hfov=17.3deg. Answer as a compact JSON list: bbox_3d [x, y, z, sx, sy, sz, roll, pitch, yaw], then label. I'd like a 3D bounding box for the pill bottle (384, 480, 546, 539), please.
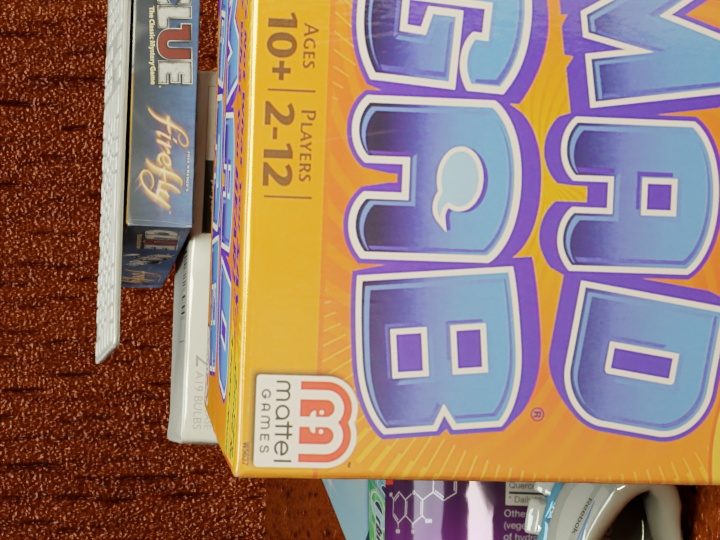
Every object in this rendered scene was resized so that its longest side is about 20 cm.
[{"bbox_3d":[0.065,0.118,1.052,0.112,0.112,0.202,133,138,-80],"label":"pill bottle"}]

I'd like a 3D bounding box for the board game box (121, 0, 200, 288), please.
[{"bbox_3d":[-0.113,-0.072,1.276,0.200,0.034,0.137,137,135,-77],"label":"board game box"}]

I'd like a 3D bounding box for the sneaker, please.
[{"bbox_3d":[0.098,0.169,0.947,0.087,0.074,0.202,162,109,-77],"label":"sneaker"}]

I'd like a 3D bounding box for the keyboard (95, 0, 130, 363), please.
[{"bbox_3d":[-0.125,-0.056,1.199,0.056,0.011,0.202,130,142,-75],"label":"keyboard"}]

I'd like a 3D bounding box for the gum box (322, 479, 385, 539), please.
[{"bbox_3d":[0.004,0.082,1.458,0.170,0.044,0.201,108,143,-59],"label":"gum box"}]

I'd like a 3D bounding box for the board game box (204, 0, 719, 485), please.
[{"bbox_3d":[0.049,-0.036,0.855,0.200,0.198,0.201,-153,65,-83],"label":"board game box"}]

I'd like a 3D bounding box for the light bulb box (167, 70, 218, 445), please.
[{"bbox_3d":[0.000,0.000,1.286,0.125,0.198,0.200,166,106,-82],"label":"light bulb box"}]
